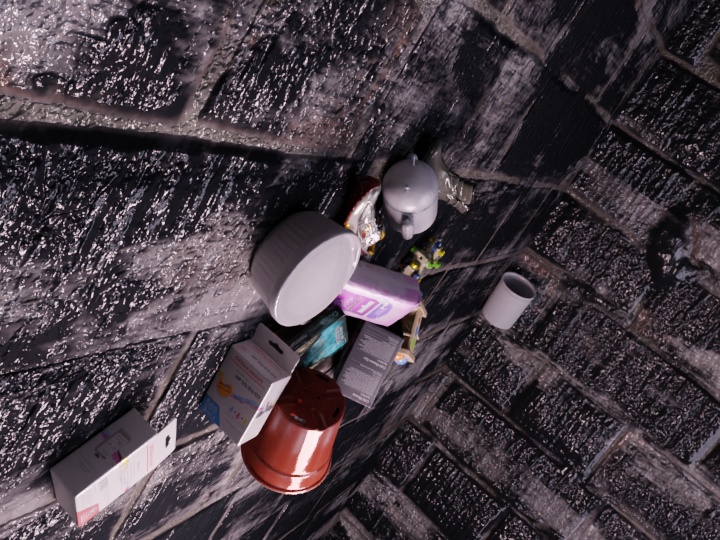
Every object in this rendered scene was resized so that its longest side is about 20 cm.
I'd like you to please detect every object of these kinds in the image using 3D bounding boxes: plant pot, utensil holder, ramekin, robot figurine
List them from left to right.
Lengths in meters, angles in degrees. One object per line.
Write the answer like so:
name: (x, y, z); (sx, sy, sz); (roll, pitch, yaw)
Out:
plant pot: (-0.127, 0.315, 1.572); (0.200, 0.200, 0.196); (-33, 156, -45)
ramekin: (-0.099, -0.011, 1.320); (0.202, 0.094, 0.203); (-38, 154, -23)
robot figurine: (0.100, -0.148, 1.549); (0.200, 0.111, 0.172); (82, 9, -66)
utensil holder: (0.655, 0.135, 3.414); (0.169, 0.170, 0.201); (-29, 155, -50)

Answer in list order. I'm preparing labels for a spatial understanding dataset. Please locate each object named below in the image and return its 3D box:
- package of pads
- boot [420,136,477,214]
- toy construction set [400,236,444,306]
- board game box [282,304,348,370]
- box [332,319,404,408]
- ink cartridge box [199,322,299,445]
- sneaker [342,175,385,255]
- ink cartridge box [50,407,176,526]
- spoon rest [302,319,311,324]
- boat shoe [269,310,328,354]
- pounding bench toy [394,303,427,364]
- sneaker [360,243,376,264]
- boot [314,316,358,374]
package of pads: (0.012, 0.042, 1.538); (0.198, 0.076, 0.120); (18, 141, -28)
boot: (0.191, -0.201, 1.631); (0.200, 0.129, 0.068); (90, 25, -66)
toy construction set: (0.148, 0.013, 2.039); (0.131, 0.092, 0.202); (-26, 138, -55)
board game box: (-0.087, 0.149, 1.561); (0.135, 0.028, 0.200); (-37, 163, -11)
box: (0.016, 0.194, 1.818); (0.200, 0.103, 0.184); (-90, -155, -81)
ink cartridge box: (-0.212, 0.214, 1.463); (0.201, 0.115, 0.068); (-60, 160, 21)
sneaker: (0.013, -0.101, 1.444); (0.201, 0.081, 0.079); (108, -6, -54)
ink cartridge box: (-0.398, 0.308, 1.258); (0.199, 0.067, 0.117); (-36, 157, -37)
spoon rest: (-0.096, -0.001, 1.462); (0.099, 0.060, 0.202); (-10, 122, -66)
boat shoe: (-0.125, 0.129, 1.600); (0.200, 0.073, 0.063); (-43, 167, -18)
pounding bench toy: (0.083, 0.148, 1.973); (0.200, 0.123, 0.158); (55, 50, -71)
sneaker: (0.000, 0.000, 1.615); (0.079, 0.079, 0.201); (6, 137, -26)
boot: (-0.082, 0.145, 1.753); (0.202, 0.069, 0.174); (-63, 162, -1)
